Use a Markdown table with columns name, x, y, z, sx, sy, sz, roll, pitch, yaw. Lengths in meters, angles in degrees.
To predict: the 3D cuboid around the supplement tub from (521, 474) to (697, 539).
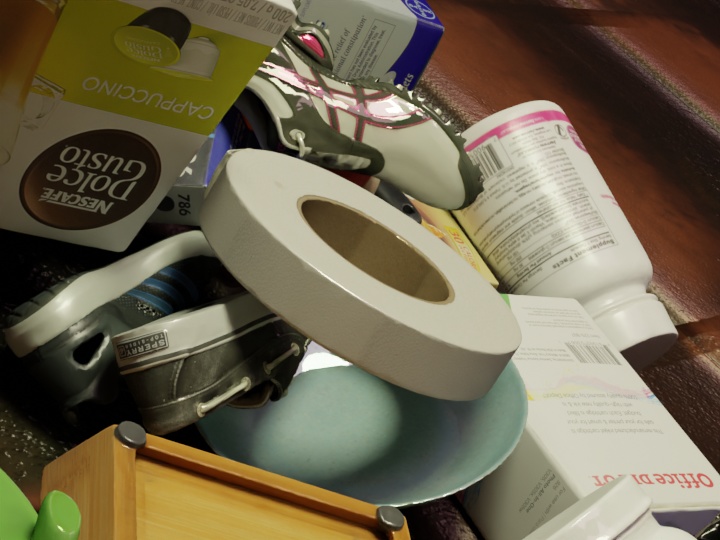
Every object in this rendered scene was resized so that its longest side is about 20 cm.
| name | x | y | z | sx | sy | sz | roll | pitch | yaw |
| --- | --- | --- | --- | --- | --- | --- | --- | --- | --- |
| supplement tub | 0.139 | 0.215 | 0.814 | 0.200 | 0.140 | 0.140 | 55 | 31 | 7 |

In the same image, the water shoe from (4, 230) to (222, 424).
| name | x | y | z | sx | sy | sz | roll | pitch | yaw |
| --- | --- | --- | --- | --- | --- | --- | --- | --- | --- |
| water shoe | -0.134 | 0.035 | 0.987 | 0.079 | 0.071 | 0.200 | 62 | 28 | -1 |

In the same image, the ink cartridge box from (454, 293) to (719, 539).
| name | x | y | z | sx | sy | sz | roll | pitch | yaw |
| --- | --- | --- | --- | --- | --- | --- | --- | --- | --- |
| ink cartridge box | 0.125 | 0.110 | 1.085 | 0.145 | 0.088 | 0.200 | 5 | 35 | -41 |

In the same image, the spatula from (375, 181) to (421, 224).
| name | x | y | z | sx | sy | sz | roll | pitch | yaw |
| --- | --- | --- | --- | --- | --- | --- | --- | --- | --- |
| spatula | -0.007 | -0.095 | 1.239 | 0.056 | 0.021 | 0.200 | -8 | 47 | -31 |

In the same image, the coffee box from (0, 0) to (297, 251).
| name | x | y | z | sx | sy | sz | roll | pitch | yaw |
| --- | --- | --- | --- | --- | --- | --- | --- | --- | --- |
| coffee box | -0.189 | -0.158 | 0.925 | 0.199 | 0.198 | 0.201 | 13 | 40 | -39 |

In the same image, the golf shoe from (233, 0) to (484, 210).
| name | x | y | z | sx | sy | sz | roll | pitch | yaw |
| --- | --- | --- | --- | --- | --- | --- | --- | --- | --- |
| golf shoe | -0.016 | -0.089 | 1.072 | 0.200 | 0.077 | 0.088 | 36 | 62 | -3 |

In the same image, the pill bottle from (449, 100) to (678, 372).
| name | x | y | z | sx | sy | sz | roll | pitch | yaw |
| --- | --- | --- | --- | --- | --- | --- | --- | --- | --- |
| pill bottle | 0.145 | -0.014 | 1.247 | 0.113 | 0.113 | 0.201 | -4 | 61 | -49 |

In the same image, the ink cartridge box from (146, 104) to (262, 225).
| name | x | y | z | sx | sy | sz | roll | pitch | yaw |
| --- | --- | --- | --- | --- | --- | --- | --- | --- | --- |
| ink cartridge box | -0.147 | -0.076 | 1.059 | 0.199 | 0.039 | 0.100 | 4 | 44 | 1 |

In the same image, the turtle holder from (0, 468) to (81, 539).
| name | x | y | z | sx | sy | sz | roll | pitch | yaw |
| --- | --- | --- | --- | --- | --- | --- | --- | --- | --- |
| turtle holder | -0.184 | 0.139 | 0.664 | 0.185 | 0.132 | 0.141 | 32 | 26 | 0 |

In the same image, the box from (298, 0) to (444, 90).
| name | x | y | z | sx | sy | sz | roll | pitch | yaw |
| --- | --- | --- | --- | --- | --- | --- | --- | --- | --- |
| box | -0.057 | -0.240 | 1.465 | 0.199 | 0.105 | 0.184 | 12 | 32 | -32 |

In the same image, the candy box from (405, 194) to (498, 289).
| name | x | y | z | sx | sy | sz | roll | pitch | yaw |
| --- | --- | --- | --- | --- | --- | --- | --- | --- | --- |
| candy box | 0.005 | -0.041 | 1.247 | 0.115 | 0.055 | 0.200 | 9 | 34 | -37 |

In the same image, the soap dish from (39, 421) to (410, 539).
| name | x | y | z | sx | sy | sz | roll | pitch | yaw |
| --- | --- | --- | --- | --- | --- | --- | --- | --- | --- |
| soap dish | -0.057 | 0.163 | 0.813 | 0.199 | 0.081 | 0.158 | 20 | 29 | -20 |

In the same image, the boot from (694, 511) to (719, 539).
| name | x | y | z | sx | sy | sz | roll | pitch | yaw |
| --- | --- | --- | --- | --- | --- | --- | --- | --- | --- |
| boot | 0.226 | 0.207 | 0.900 | 0.174 | 0.200 | 0.069 | 44 | -17 | -17 |

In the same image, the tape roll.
| name | x | y | z | sx | sy | sz | roll | pitch | yaw |
| --- | --- | --- | --- | --- | --- | --- | --- | --- | --- |
| tape roll | 0.000 | 0.000 | 0.972 | 0.202 | 0.037 | 0.203 | 29 | 17 | -10 |

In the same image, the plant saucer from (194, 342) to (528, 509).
| name | x | y | z | sx | sy | sz | roll | pitch | yaw |
| --- | --- | --- | --- | --- | --- | --- | --- | --- | --- |
| plant saucer | -0.001 | 0.086 | 0.999 | 0.200 | 0.039 | 0.201 | 2 | 34 | -1 |

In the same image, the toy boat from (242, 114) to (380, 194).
| name | x | y | z | sx | sy | sz | roll | pitch | yaw |
| --- | --- | --- | --- | --- | --- | --- | --- | --- | --- |
| toy boat | -0.074 | -0.108 | 1.162 | 0.200 | 0.130 | 0.131 | 51 | -6 | 35 |

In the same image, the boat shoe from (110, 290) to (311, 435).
| name | x | y | z | sx | sy | sz | roll | pitch | yaw |
| --- | --- | --- | --- | --- | --- | --- | --- | --- | --- |
| boat shoe | -0.071 | 0.047 | 0.956 | 0.200 | 0.070 | 0.064 | -19 | 94 | -60 |
